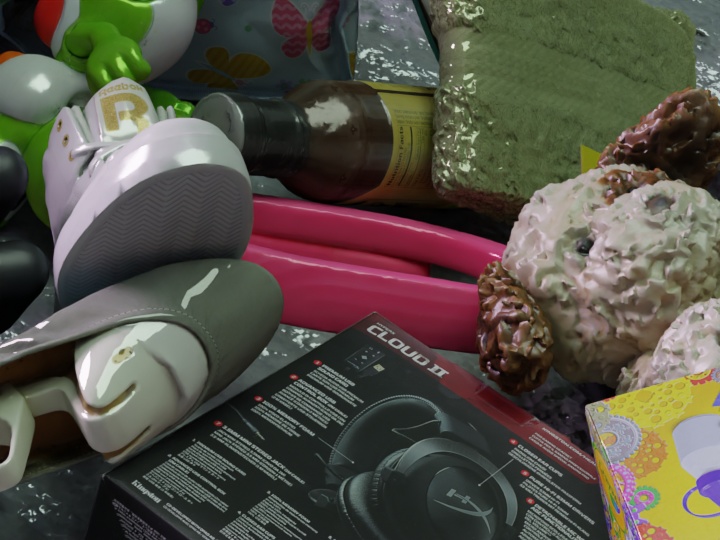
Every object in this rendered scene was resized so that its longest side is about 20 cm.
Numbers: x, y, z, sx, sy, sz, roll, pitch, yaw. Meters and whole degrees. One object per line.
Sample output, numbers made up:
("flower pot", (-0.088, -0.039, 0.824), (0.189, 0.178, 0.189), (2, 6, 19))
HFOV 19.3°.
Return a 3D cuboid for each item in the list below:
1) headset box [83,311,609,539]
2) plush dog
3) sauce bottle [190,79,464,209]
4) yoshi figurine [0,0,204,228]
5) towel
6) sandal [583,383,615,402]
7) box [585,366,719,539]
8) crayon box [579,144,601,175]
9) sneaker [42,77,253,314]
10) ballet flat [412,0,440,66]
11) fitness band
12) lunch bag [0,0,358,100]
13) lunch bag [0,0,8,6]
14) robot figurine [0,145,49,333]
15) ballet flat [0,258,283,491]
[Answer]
("headset box", (0.009, 0.107, 0.833), (0.149, 0.077, 0.200), (33, 34, 20))
("plush dog", (0.141, 0.015, 0.895), (0.172, 0.161, 0.200), (31, 53, 22))
("sauce bottle", (-0.002, -0.065, 1.063), (0.200, 0.065, 0.065), (1, 35, -46))
("yoshi figurine", (-0.109, -0.091, 1.005), (0.112, 0.200, 0.112), (45, -18, -29))
("towel", (0.110, -0.085, 1.108), (0.200, 0.036, 0.149), (11, 73, -41))
("sandal", (0.144, 0.098, 0.958), (0.076, 0.043, 0.200), (19, 25, -16))
("box", (0.200, 0.125, 0.731), (0.199, 0.193, 0.122), (-15, 39, -1))
("crayon box", (0.183, 0.023, 1.028), (0.200, 0.051, 0.127), (27, 25, -8))
("sneaker", (-0.095, -0.036, 0.852), (0.073, 0.200, 0.116), (-1, 65, -19))
("ballet flat", (0.038, -0.196, 1.125), (0.069, 0.069, 0.200), (-19, 82, -44))
("fitness band", (0.000, 0.000, 0.976), (0.199, 0.038, 0.144), (8, 10, -16))
("lunch bag", (-0.098, -0.180, 1.165), (0.199, 0.127, 0.170), (3, 33, -1))
("lunch bag", (-0.188, -0.210, 1.096), (0.082, 0.200, 0.161), (50, 11, -29))
("robot figurine", (-0.227, -0.003, 0.826), (0.199, 0.125, 0.150), (-6, 35, -27))
("ballet flat", (-0.115, 0.054, 0.778), (0.199, 0.068, 0.064), (-19, 32, -10))
